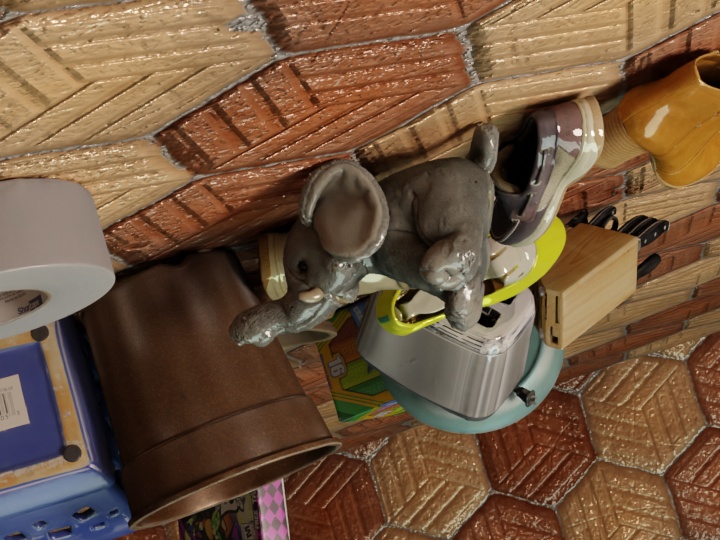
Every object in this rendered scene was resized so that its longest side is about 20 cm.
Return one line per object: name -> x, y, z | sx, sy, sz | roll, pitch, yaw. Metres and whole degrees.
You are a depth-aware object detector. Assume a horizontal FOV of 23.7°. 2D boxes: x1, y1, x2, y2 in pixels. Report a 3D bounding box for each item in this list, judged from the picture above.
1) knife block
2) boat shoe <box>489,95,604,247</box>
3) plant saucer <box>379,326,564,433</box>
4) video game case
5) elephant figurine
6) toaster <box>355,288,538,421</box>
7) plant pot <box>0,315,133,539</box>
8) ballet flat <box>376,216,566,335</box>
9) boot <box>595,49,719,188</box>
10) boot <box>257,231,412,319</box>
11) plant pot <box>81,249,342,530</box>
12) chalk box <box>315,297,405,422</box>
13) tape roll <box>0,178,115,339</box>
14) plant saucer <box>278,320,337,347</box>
knife block -> 0.248, 0.000, 1.737 | 0.175, 0.064, 0.200 | -7, -155, -6
boat shoe -> 0.138, -0.081, 1.417 | 0.065, 0.072, 0.200 | 2, 156, -16
plant saucer -> 0.113, 0.070, 1.785 | 0.199, 0.201, 0.027 | -17, 158, 0
video game case -> -0.136, 0.171, 1.683 | 0.036, 0.201, 0.181 | -4, 174, -32
elephant figurine -> 0.001, -0.026, 1.367 | 0.199, 0.155, 0.142 | 7, 135, 11
toaster -> 0.092, 0.057, 1.696 | 0.114, 0.200, 0.129 | -48, 159, -34
plant pot -> -0.321, 0.152, 1.562 | 0.199, 0.201, 0.180 | -15, 161, -8
ballet flat -> 0.107, 0.005, 1.595 | 0.200, 0.067, 0.067 | -26, 179, -4
boot -> 0.288, -0.127, 1.415 | 0.201, 0.071, 0.144 | -3, 160, -46
boot -> 0.000, 0.000, 1.554 | 0.155, 0.073, 0.200 | -8, 164, 8
plant pot -> -0.145, 0.101, 1.514 | 0.200, 0.199, 0.200 | -22, 170, -4
chalk box -> 0.067, 0.083, 1.958 | 0.200, 0.125, 0.124 | -26, 166, 34
tape roll -> -0.278, 0.001, 1.213 | 0.200, 0.066, 0.200 | -16, 168, -4
plant saucer -> -0.123, 0.058, 1.704 | 0.199, 0.030, 0.200 | -3, 173, 0
